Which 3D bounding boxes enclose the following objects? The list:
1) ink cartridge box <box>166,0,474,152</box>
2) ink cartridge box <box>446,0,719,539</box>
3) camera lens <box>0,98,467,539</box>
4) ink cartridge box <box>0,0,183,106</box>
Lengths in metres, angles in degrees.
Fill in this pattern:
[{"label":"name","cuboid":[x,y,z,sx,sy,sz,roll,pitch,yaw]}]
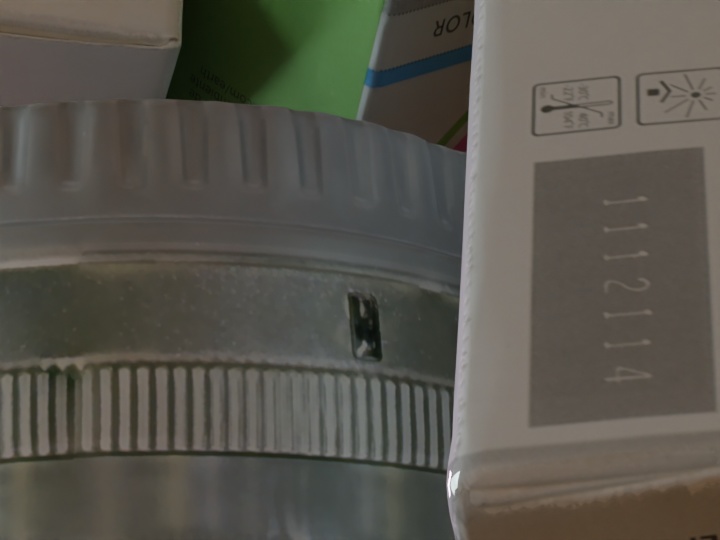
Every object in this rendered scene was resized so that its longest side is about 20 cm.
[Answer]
[{"label":"ink cartridge box","cuboid":[0.004,-0.009,0.676,0.104,0.059,0.200,-21,-44,-42]},{"label":"ink cartridge box","cuboid":[0.049,0.026,0.468,0.200,0.045,0.176,-84,-14,-50]},{"label":"camera lens","cuboid":[-0.040,0.087,0.532,0.160,0.160,0.200,115,154,-72]},{"label":"ink cartridge box","cuboid":[-0.125,-0.066,0.698,0.200,0.146,0.147,114,160,-59]}]
